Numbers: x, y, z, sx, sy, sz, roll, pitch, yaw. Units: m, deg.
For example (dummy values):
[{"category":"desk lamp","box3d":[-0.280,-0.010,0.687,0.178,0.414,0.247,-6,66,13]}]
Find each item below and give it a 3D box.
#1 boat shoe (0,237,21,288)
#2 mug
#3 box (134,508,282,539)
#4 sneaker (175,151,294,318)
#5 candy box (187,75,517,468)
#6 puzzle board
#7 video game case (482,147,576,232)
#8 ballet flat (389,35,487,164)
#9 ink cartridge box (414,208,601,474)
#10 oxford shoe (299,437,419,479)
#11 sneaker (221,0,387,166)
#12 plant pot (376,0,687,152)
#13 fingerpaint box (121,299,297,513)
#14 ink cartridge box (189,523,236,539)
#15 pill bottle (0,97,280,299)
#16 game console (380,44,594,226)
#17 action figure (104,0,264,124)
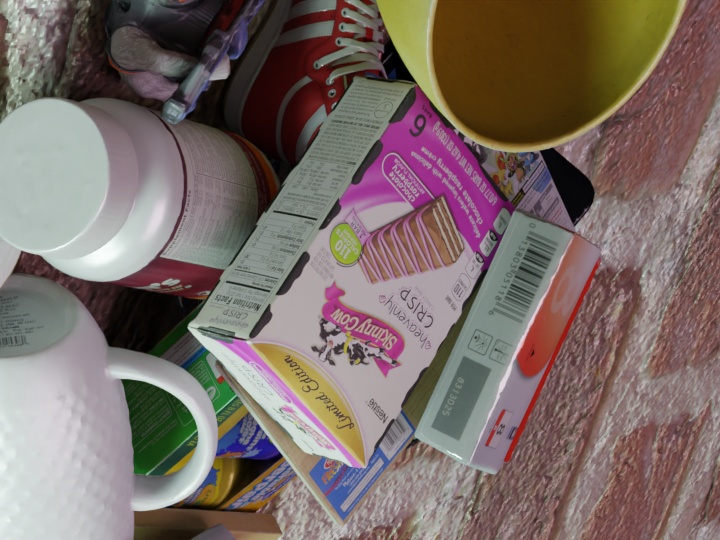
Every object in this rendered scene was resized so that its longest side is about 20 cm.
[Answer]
[{"category":"boat shoe","box3d":[-0.275,0.008,1.509,0.200,0.071,0.069,-41,133,-35]},{"category":"mug","box3d":[-0.186,0.098,1.602,0.199,0.148,0.176,2,125,-1]},{"category":"box","box3d":[-0.169,0.207,1.797,0.163,0.021,0.200,-34,157,24]},{"category":"sneaker","box3d":[-0.048,-0.041,1.735,0.077,0.085,0.200,36,86,-40]},{"category":"candy box","box3d":[0.000,0.000,1.614,0.136,0.061,0.200,48,66,-37]},{"category":"puzzle board","box3d":[0.005,0.040,1.678,0.200,0.017,0.151,-50,124,-24]},{"category":"video game case","box3d":[0.077,-0.016,1.788,0.200,0.022,0.183,-51,125,-41]},{"category":"ballet flat","box3d":[0.047,-0.160,1.719,0.066,0.057,0.201,130,-44,-84]},{"category":"ink cartridge box","box3d":[0.115,0.056,1.726,0.163,0.050,0.200,-66,156,0]},{"category":"oxford shoe","box3d":[-0.004,0.095,1.851,0.073,0.200,0.085,-31,98,-36]},{"category":"sneaker","box3d":[-0.005,-0.153,1.675,0.071,0.112,0.200,5,115,-49]},{"category":"plant pot","box3d":[0.084,-0.193,1.608,0.200,0.142,0.201,-20,128,-27]},{"category":"fingerpaint box","box3d":[-0.084,0.093,1.764,0.200,0.073,0.167,-41,155,25]},{"category":"ink cartridge box","box3d":[-0.180,0.240,1.705,0.200,0.057,0.163,-36,176,14]},{"category":"pill bottle","box3d":[-0.137,-0.044,1.588,0.110,0.109,0.200,-61,154,9]},{"category":"game console","box3d":[0.049,-0.048,1.846,0.200,0.176,0.116,-48,175,-10]},{"category":"action figure","box3d":[-0.102,-0.189,1.573,0.200,0.104,0.194,-61,171,-56]}]
